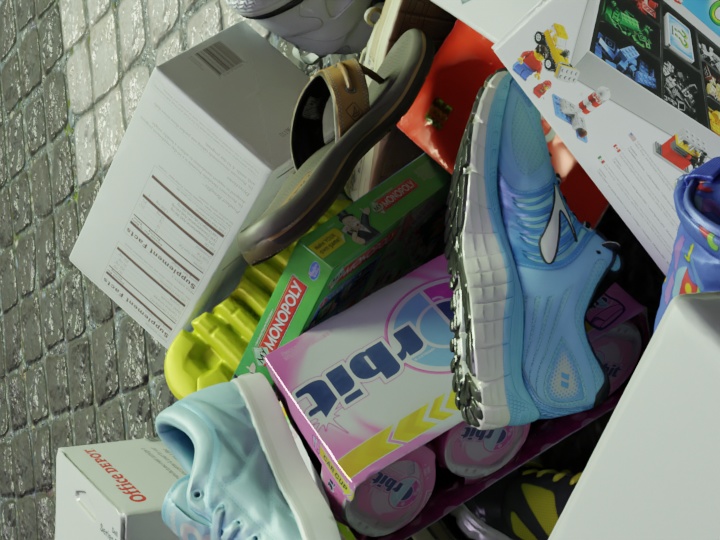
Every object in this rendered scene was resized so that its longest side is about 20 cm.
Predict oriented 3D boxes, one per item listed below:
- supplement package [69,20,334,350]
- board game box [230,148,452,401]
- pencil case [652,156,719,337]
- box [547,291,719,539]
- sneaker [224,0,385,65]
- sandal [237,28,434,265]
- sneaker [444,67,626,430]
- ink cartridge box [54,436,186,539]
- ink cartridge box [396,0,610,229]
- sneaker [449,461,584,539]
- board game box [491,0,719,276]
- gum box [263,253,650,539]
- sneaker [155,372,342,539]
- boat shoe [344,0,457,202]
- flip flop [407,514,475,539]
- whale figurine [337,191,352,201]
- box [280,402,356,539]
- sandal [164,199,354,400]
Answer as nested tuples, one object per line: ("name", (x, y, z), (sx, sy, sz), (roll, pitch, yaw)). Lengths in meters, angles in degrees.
("supplement package", (-0.114, -0.059, 0.921), (0.109, 0.114, 0.201), (40, 129, 6))
("board game box", (0.000, 0.000, 0.806), (0.029, 0.200, 0.135), (36, 127, 13))
("pencil case", (0.168, 0.038, 0.583), (0.087, 0.077, 0.202), (39, 141, 37))
("box", (0.196, 0.132, 0.492), (0.172, 0.198, 0.201), (50, 131, 41))
("sneaker", (0.001, -0.235, 0.904), (0.199, 0.115, 0.075), (-41, 51, 8))
("sandal", (-0.019, -0.085, 0.741), (0.055, 0.201, 0.082), (43, 151, -9))
("sneaker", (0.093, -0.012, 0.663), (0.079, 0.089, 0.203), (103, 168, -67))
("ink cartridge box", (-0.126, 0.190, 0.991), (0.145, 0.198, 0.085), (22, 110, 55))
("ink cartridge box", (0.099, -0.125, 0.734), (0.175, 0.043, 0.200), (-58, 42, 14))
("sneaker", (0.125, 0.142, 0.730), (0.200, 0.074, 0.086), (39, 117, 39))
("board game box", (0.165, -0.066, 0.598), (0.201, 0.035, 0.126), (53, 140, 0))
("gum box", (0.051, 0.059, 0.712), (0.114, 0.198, 0.067), (49, 163, 45))
("sneaker", (-0.061, 0.141, 0.671), (0.201, 0.081, 0.075), (-123, 24, -49))
("boat shoe", (0.023, -0.129, 0.867), (0.063, 0.073, 0.202), (41, 125, 45))
("flip flop", (0.044, 0.182, 0.776), (0.201, 0.057, 0.081), (53, -176, -18))
("whale figurine", (-0.075, -0.091, 1.023), (0.200, 0.103, 0.160), (40, 128, 19))
("box", (-0.004, 0.171, 0.880), (0.101, 0.111, 0.202), (-47, 52, 49))
("sandal", (-0.058, 0.028, 0.932), (0.080, 0.200, 0.087), (47, 173, 22))
